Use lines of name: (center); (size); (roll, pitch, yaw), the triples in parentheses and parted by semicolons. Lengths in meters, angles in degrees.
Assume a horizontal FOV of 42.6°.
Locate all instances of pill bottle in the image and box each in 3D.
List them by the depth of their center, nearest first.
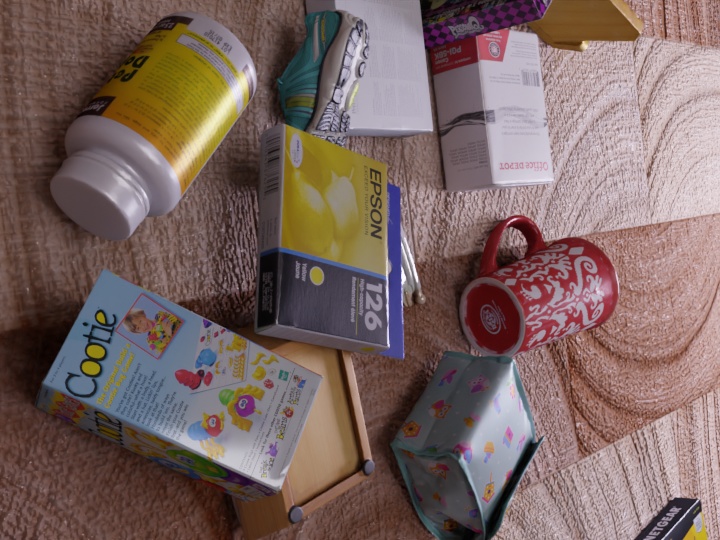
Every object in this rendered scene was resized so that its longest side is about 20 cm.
pill bottle: (-0.180, -0.124, 0.804); (0.109, 0.109, 0.201); (50, 53, -31)

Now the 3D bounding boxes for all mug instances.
mug: (0.219, 0.029, 1.237); (0.199, 0.177, 0.134); (-18, 136, -42)

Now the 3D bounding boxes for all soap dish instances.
soap dish: (-0.067, 0.147, 0.922); (0.157, 0.081, 0.202); (-19, 101, -46)

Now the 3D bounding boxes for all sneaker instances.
sneaker: (-0.052, -0.177, 0.976); (0.077, 0.079, 0.201); (18, 91, -67)

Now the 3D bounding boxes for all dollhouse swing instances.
dollhouse swing: (0.299, -0.424, 1.301); (0.199, 0.175, 0.183); (27, 68, -41)

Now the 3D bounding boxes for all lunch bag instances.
lunch bag: (0.139, 0.227, 1.111); (0.171, 0.121, 0.201); (-52, 130, -39)

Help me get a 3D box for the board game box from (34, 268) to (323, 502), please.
board game box: (-0.151, 0.101, 0.764); (0.199, 0.103, 0.105); (28, 64, -12)

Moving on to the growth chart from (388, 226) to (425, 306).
growth chart: (0.000, 0.000, 1.054); (0.199, 0.018, 0.146); (-25, 104, -45)

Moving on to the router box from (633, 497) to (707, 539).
router box: (0.520, 0.491, 1.543); (0.199, 0.051, 0.150); (-22, 101, -46)

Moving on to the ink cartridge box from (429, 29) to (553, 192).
ink cartridge box: (0.173, -0.207, 1.211); (0.146, 0.082, 0.202); (-8, 91, -47)

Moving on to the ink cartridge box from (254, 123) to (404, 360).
ink cartridge box: (-0.015, -0.022, 0.920); (0.199, 0.047, 0.199); (13, 68, -40)

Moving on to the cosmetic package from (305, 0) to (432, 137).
cosmetic package: (0.010, -0.257, 1.064); (0.150, 0.051, 0.202); (-6, 91, -49)

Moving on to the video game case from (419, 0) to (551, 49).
video game case: (0.159, -0.349, 1.125); (0.036, 0.199, 0.182); (53, 51, -31)
